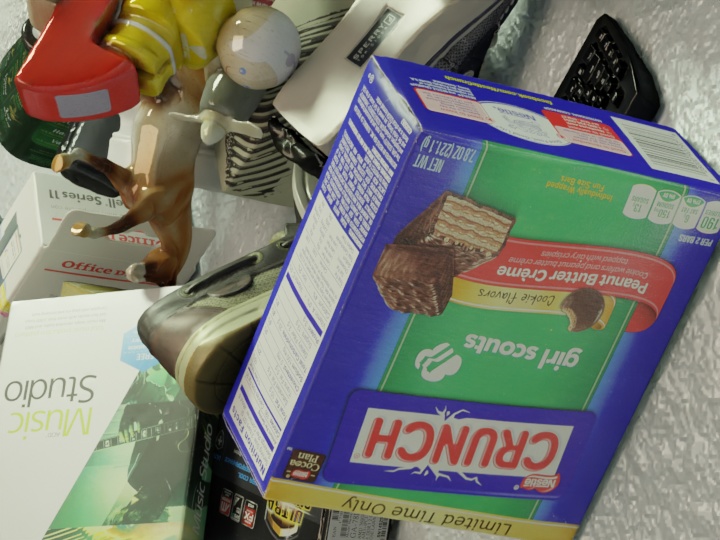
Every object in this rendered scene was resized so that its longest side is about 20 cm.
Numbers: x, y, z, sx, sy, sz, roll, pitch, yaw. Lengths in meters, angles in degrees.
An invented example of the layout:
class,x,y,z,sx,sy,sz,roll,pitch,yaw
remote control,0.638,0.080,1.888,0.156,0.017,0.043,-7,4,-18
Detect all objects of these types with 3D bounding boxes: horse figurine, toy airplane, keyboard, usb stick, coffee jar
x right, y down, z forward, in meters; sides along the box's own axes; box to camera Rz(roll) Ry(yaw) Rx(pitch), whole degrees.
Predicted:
class,x,y,z,sx,sy,sz,roll,pitch,yaw
horse figurine,-0.129,-0.089,1.305,0.050,0.132,0.200,4,87,32
toy airplane,-0.076,-0.156,1.178,0.141,0.200,0.199,44,114,22
keyboard,0.085,-0.027,1.093,0.200,0.040,0.104,-64,32,29
usb stick,-0.150,-0.139,1.479,0.033,0.055,0.200,127,165,-62
coffee jar,-0.198,-0.161,1.602,0.200,0.085,0.104,-40,45,51

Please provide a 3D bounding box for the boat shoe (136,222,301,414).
class,x,y,z,sx,sy,sz,roll,pitch,yaw
boat shoe,-0.024,0.004,1.089,0.066,0.201,0.072,40,137,27

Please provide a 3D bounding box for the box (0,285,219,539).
class,x,y,z,sx,sy,sz,roll,pitch,yaw
box,-0.158,0.107,1.313,0.144,0.036,0.200,-6,61,20

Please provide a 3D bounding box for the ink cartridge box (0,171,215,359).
class,x,y,z,sx,sy,sz,roll,pitch,yaw
ink cartridge box,-0.192,-0.002,1.509,0.200,0.117,0.067,-50,42,43

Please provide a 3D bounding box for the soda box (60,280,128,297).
class,x,y,z,sx,sy,sz,roll,pitch,yaw
soda box,-0.175,0.112,1.428,0.068,0.064,0.200,16,96,61

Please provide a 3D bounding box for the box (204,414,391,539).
class,x,y,z,sx,sy,sz,roll,pitch,yaw
box,-0.054,0.183,1.276,0.200,0.050,0.199,15,94,62

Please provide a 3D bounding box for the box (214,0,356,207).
class,x,y,z,sx,sy,sz,roll,pitch,yaw
box,-0.016,-0.127,1.277,0.200,0.068,0.082,-53,38,42

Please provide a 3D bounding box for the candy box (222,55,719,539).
class,x,y,z,sx,sy,sz,roll,pitch,yaw
candy box,0.052,0.020,1.004,0.200,0.169,0.077,-67,28,25

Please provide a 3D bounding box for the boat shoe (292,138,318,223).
class,x,y,z,sx,sy,sz,roll,pitch,yaw
boat shoe,0.000,0.000,1.211,0.200,0.074,0.060,-113,34,-46

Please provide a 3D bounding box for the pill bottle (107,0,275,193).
class,x,y,z,sx,sy,sz,roll,pitch,yaw
pill bottle,-0.105,-0.155,1.401,0.113,0.113,0.200,14,94,61

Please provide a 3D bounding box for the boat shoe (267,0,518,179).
class,x,y,z,sx,sy,sz,roll,pitch,yaw
boat shoe,0.042,-0.119,1.172,0.200,0.093,0.075,-45,50,1

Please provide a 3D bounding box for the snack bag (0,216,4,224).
class,x,y,z,sx,sy,sz,roll,pitch,yaw
snack bag,-0.286,0.045,1.639,0.200,0.021,0.189,-15,-58,-73
